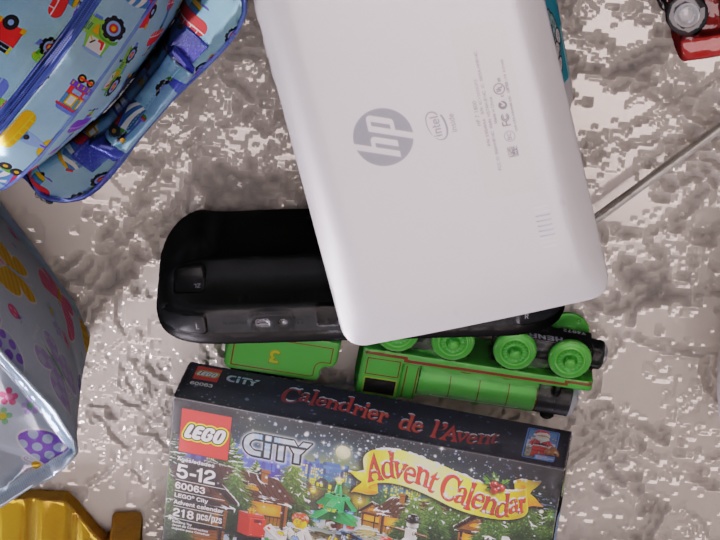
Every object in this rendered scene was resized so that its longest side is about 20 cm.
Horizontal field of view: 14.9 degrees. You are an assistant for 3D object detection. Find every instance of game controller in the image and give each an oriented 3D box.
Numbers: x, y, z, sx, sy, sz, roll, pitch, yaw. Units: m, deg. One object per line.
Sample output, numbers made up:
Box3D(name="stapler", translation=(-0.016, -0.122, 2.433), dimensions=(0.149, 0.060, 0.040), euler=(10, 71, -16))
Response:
Box3D(name="game controller", translation=(0.000, 0.000, 1.362), dimensions=(0.200, 0.104, 0.042), euler=(-1, 114, 0))

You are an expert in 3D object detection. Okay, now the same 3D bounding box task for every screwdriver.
Box3D(name="screwdriver", translation=(0.196, -0.079, 1.376), dimensions=(0.200, 0.028, 0.029), euler=(-41, 76, 9))

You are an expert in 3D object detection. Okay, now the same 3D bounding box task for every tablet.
Box3D(name="tablet", translation=(0.031, -0.068, 1.272), dimensions=(0.130, 0.014, 0.200), euler=(-12, 108, 9))

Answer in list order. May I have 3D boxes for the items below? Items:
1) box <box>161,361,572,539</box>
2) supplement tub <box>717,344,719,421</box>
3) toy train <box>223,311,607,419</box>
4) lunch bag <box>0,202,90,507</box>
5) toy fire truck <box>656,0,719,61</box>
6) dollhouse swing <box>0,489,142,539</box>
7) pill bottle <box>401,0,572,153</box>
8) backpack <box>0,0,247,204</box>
Box3D(name="box", translation=(0.000, 0.130, 1.410), dimensions=(0.200, 0.038, 0.137), euler=(10, 120, 6))
Box3D(name="supplement tub", translation=(0.285, 0.041, 1.360), dimensions=(0.200, 0.140, 0.140), euler=(6, 109, -3))
Box3D(name="toy train", translation=(0.025, 0.040, 1.411), dimensions=(0.200, 0.042, 0.056), euler=(9, 118, -4))
Box3D(name="lunch bag", translation=(-0.229, 0.011, 1.328), dimensions=(0.127, 0.170, 0.200), euler=(-31, 109, 7))
Box3D(name="toy fire truck", translation=(0.205, -0.206, 1.323), dimensions=(0.141, 0.049, 0.200), euler=(-9, 108, 3))
Box3D(name="dollhouse swing", translation=(-0.217, 0.227, 1.399), dimensions=(0.200, 0.176, 0.182), euler=(3, 109, -1))
Box3D(name="pill bottle", translation=(0.039, -0.122, 1.318), dimensions=(0.111, 0.111, 0.200), euler=(-10, 109, 3))
Box3D(name="backpack", translation=(-0.140, -0.115, 1.270), dimensions=(0.135, 0.200, 0.183), euler=(39, 103, -13))
